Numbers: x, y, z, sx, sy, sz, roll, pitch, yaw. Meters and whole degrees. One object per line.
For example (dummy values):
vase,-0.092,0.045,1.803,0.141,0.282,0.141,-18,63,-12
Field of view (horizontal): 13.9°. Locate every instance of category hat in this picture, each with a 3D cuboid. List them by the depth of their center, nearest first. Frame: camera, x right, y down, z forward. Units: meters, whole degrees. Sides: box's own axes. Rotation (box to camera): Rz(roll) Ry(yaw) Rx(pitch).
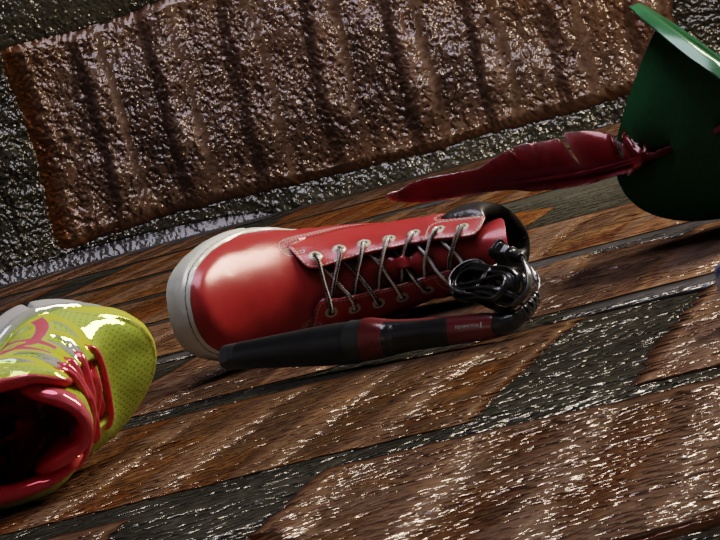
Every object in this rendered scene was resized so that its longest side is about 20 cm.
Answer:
hat,0.165,-0.036,1.650,0.165,0.176,0.200,29,10,-40

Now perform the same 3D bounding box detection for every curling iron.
curling iron,0.009,0.027,1.454,0.200,0.026,0.050,-17,39,37

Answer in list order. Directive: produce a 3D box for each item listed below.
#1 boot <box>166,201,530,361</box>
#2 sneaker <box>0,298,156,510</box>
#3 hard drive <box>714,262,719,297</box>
boot,0.000,0.000,1.628,0.144,0.073,0.200,-10,3,41
sneaker,-0.141,0.065,1.277,0.090,0.078,0.200,-3,16,34
hard drive,0.261,-0.024,1.238,0.200,0.025,0.132,-19,5,-43
